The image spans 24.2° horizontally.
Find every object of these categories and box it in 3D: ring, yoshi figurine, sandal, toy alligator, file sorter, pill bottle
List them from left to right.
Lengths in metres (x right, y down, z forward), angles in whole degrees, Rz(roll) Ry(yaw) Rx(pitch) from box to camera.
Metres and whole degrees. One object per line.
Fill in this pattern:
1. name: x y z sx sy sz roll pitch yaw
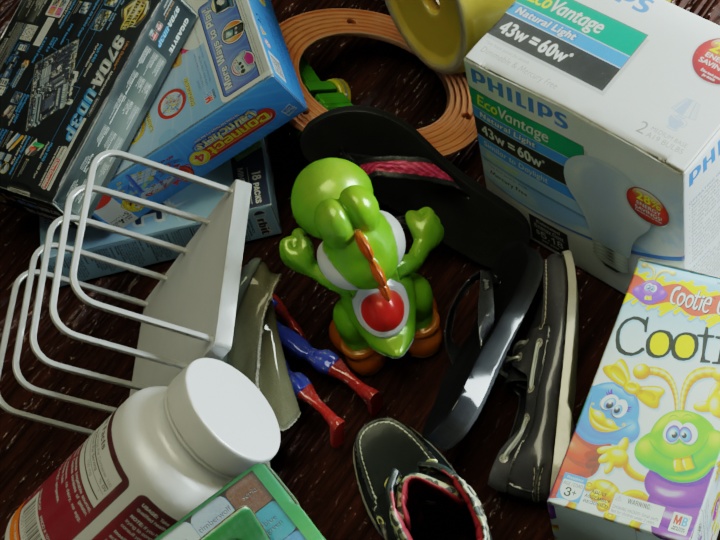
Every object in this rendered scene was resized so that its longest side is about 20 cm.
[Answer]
1. file sorter: -0.179 0.024 1.243 0.123 0.200 0.140 18 55 -20
2. pill bottle: -0.150 0.156 1.172 0.200 0.112 0.114 -43 51 25
3. toy alligator: -0.047 -0.142 1.432 0.059 0.055 0.200 -7 46 -40
4. yoshi figurine: 0.000 -0.013 1.248 0.111 0.201 0.113 19 63 23
5. ring: 0.010 -0.152 1.401 0.198 0.019 0.202 11 43 -10
6. sandal: 0.043 -0.061 1.302 0.199 0.075 0.045 31 37 -5
7. sandal: 0.087 0.043 1.242 0.043 0.076 0.201 34 45 -7

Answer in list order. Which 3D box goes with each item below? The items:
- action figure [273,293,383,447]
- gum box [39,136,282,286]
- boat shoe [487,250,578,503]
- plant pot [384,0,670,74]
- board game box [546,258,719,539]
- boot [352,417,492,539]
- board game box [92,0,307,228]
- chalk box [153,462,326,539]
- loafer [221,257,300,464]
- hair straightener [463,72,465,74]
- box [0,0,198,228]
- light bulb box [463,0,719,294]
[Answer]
1. action figure: -0.071 0.057 1.308 0.065 0.052 0.200 -39 64 -19
2. gum box: -0.175 -0.088 1.429 0.198 0.045 0.171 -12 55 4
3. boat shoe: 0.129 0.074 1.241 0.062 0.073 0.202 2 62 10
4. plant pot: 0.124 -0.253 1.357 0.188 0.202 0.201 -28 55 -21
5. board game box: 0.214 0.111 1.178 0.102 0.105 0.201 14 61 21
6. boot: 0.044 0.158 1.154 0.073 0.154 0.205 -25 56 -5
7. board game box: -0.159 -0.164 1.379 0.195 0.056 0.201 -31 52 16
8. chalk box: -0.068 0.225 1.106 0.124 0.201 0.124 -36 57 -11
9. loafer: -0.077 0.092 1.245 0.069 0.075 0.203 8 96 0
10. hair straightener: 0.071 -0.240 1.465 0.076 0.041 0.200 -23 55 -25
11. box: -0.239 -0.145 1.353 0.158 0.046 0.202 16 75 38
12. light bulb box: 0.197 -0.097 1.259 0.197 0.201 0.125 31 68 28
